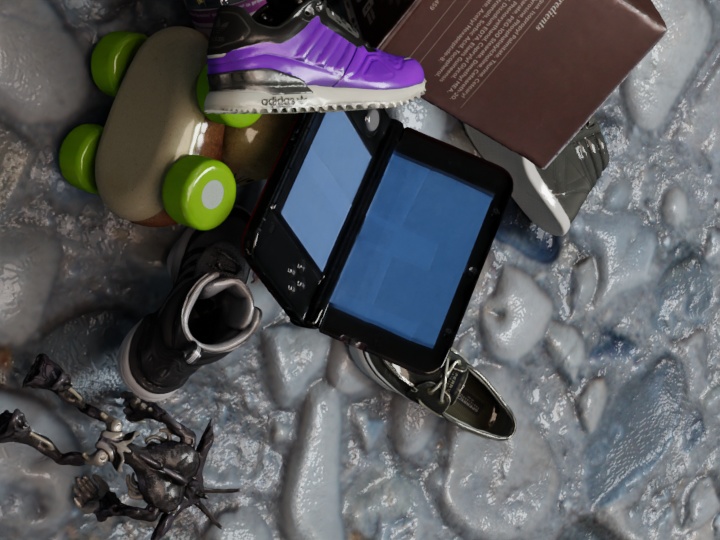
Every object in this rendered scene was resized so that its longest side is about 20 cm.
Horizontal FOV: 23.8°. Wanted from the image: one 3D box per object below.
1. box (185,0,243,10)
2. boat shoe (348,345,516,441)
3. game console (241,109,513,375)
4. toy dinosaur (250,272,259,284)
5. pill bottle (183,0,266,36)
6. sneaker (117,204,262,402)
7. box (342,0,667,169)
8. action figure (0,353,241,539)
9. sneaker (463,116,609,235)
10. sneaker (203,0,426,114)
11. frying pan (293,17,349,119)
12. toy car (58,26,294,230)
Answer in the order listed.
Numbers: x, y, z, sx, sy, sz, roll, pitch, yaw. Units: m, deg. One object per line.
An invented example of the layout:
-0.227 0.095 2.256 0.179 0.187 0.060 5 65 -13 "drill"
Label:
-0.064 -0.299 1.300 0.199 0.046 0.160 -25 111 -41 "box"
0.076 0.098 1.600 0.199 0.071 0.072 32 82 -34 "boat shoe"
0.018 -0.048 1.355 0.173 0.118 0.201 56 50 -51 "game console"
0.000 0.000 1.486 0.180 0.200 0.106 14 111 -9 "toy dinosaur"
-0.113 -0.289 1.363 0.112 0.112 0.201 -35 118 -24 "pill bottle"
-0.115 0.016 1.396 0.075 0.114 0.201 42 53 -19 "sneaker"
0.113 -0.226 1.424 0.199 0.166 0.164 27 117 -28 "box"
-0.198 0.147 1.408 0.199 0.102 0.119 33 79 -19 "action figure"
0.167 -0.135 1.619 0.099 0.070 0.200 -50 127 -19 "sneaker"
-0.029 -0.168 1.276 0.199 0.069 0.100 -7 96 -41 "sneaker"
-0.019 -0.185 1.435 0.115 0.031 0.191 -53 166 -35 "frying pan"
-0.110 -0.097 1.390 0.199 0.164 0.159 20 89 -48 "toy car"
